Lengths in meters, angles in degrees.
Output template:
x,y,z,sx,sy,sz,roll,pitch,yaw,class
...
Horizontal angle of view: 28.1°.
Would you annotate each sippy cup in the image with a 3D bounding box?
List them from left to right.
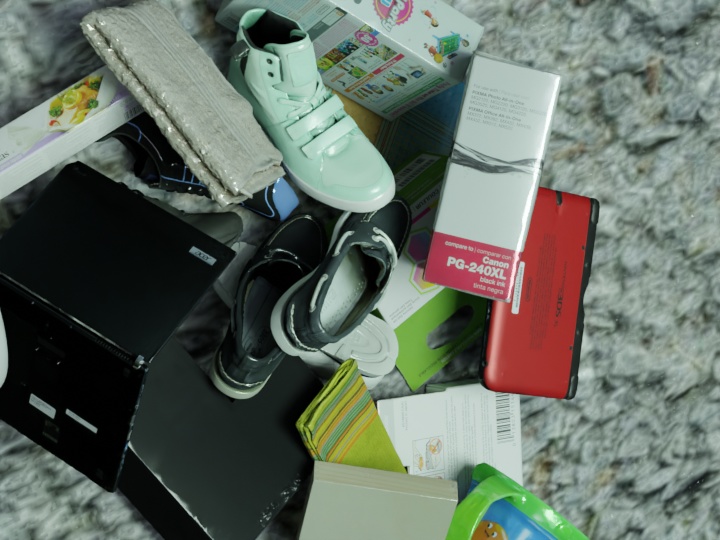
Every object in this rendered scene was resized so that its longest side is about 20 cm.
x,y,z,sx,sy,sz,roll,pitch,yaw,class
0.135,0.278,1.393,0.177,0.140,0.131,38,84,-15,sippy cup

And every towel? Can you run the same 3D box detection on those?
x,y,z,sx,sy,sz,roll,pitch,yaw,class
-0.144,-0.145,1.208,0.034,0.133,0.200,-38,93,20,towel
0.003,0.178,1.324,0.086,0.018,0.201,-50,134,-30,towel
0.012,-0.160,1.409,0.199,0.022,0.148,28,78,-27,towel

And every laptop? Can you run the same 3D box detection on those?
x,y,z,sx,sy,sz,roll,pitch,yaw,class
-0.222,0.044,1.187,0.103,0.176,0.201,-30,144,-56,laptop

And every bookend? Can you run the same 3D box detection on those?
x,y,z,sx,sy,sz,roll,pitch,yaw,class
-0.135,0.126,1.294,0.200,0.092,0.199,49,58,-12,bookend

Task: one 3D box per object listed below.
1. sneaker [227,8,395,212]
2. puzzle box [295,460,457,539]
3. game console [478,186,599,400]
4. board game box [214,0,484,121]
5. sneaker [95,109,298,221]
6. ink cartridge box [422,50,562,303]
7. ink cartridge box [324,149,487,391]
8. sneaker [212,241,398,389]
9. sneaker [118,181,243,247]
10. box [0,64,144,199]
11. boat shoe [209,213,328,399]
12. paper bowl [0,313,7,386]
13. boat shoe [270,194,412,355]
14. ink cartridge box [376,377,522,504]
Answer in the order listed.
x,y,z,sx,sy,sz,roll,pitch,yaw,class
-0.045,-0.141,1.259,0.074,0.118,0.200,-40,74,-22,sneaker
0.004,0.259,1.326,0.132,0.026,0.201,9,130,-7,puzzle box
0.168,0.022,1.446,0.171,0.118,0.202,9,87,-33,game console
-0.012,-0.223,1.295,0.199,0.147,0.065,29,71,-19,board game box
-0.149,-0.093,1.293,0.199,0.070,0.078,37,76,-19,sneaker
0.118,-0.083,1.278,0.083,0.145,0.202,14,95,5,ink cartridge box
0.070,0.006,1.403,0.148,0.076,0.201,-39,112,-14,ink cartridge box
-0.064,0.051,1.345,0.199,0.081,0.077,35,58,-6,sneaker
-0.195,-0.039,1.265,0.199,0.076,0.092,-11,92,-31,sneaker
-0.267,-0.110,1.205,0.199,0.042,0.039,-34,71,-11,box
-0.072,0.017,1.271,0.074,0.066,0.200,32,55,-1,boat shoe
-0.340,0.039,1.105,0.104,0.200,0.203,-17,101,-27,paper bowl
0.000,0.000,1.257,0.076,0.060,0.201,51,51,-23,boat shoe
0.084,0.216,1.453,0.175,0.045,0.202,-5,94,-31,ink cartridge box
